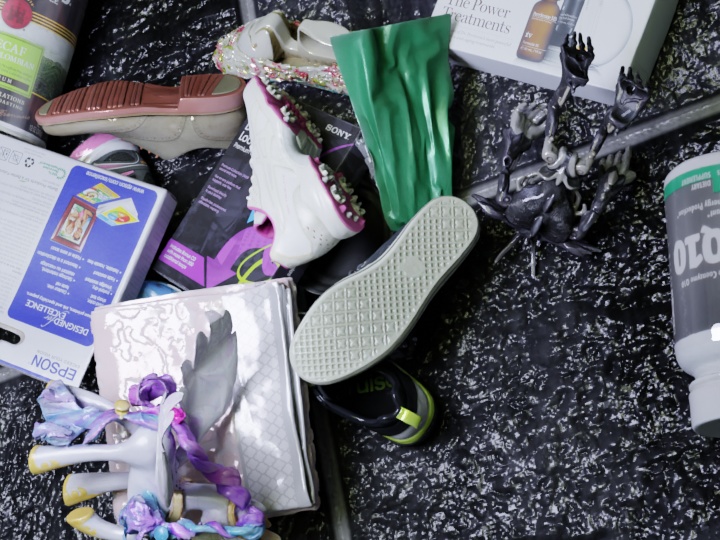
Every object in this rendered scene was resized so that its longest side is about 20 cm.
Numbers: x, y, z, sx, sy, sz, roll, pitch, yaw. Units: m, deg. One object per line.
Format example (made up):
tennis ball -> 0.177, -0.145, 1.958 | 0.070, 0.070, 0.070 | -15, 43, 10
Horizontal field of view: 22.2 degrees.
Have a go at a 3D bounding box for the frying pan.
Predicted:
frying pan -> 0.008, -0.016, 1.597 | 0.189, 0.031, 0.116 | 32, 91, 32

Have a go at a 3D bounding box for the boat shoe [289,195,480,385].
boat shoe -> 0.021, 0.020, 1.520 | 0.075, 0.062, 0.200 | 43, 78, 5

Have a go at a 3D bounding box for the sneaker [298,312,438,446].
sneaker -> -0.020, 0.082, 1.556 | 0.199, 0.083, 0.072 | 24, 87, 31

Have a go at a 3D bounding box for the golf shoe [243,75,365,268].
golf shoe -> -0.071, -0.085, 1.566 | 0.091, 0.075, 0.201 | -41, 47, 15

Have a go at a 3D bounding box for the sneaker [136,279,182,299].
sneaker -> -0.171, 0.095, 1.628 | 0.078, 0.090, 0.201 | -27, 65, 19

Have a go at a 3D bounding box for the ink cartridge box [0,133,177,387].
ink cartridge box -> -0.290, -0.007, 1.664 | 0.196, 0.047, 0.202 | 19, 79, 20

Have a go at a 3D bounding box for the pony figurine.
pony figurine -> -0.164, 0.143, 1.473 | 0.198, 0.167, 0.195 | 6, 123, 17

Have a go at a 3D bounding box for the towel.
towel -> -0.133, 0.116, 1.544 | 0.189, 0.032, 0.202 | -11, 82, 20

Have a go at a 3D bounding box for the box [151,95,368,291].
box -> -0.085, -0.056, 1.632 | 0.143, 0.036, 0.201 | 27, 82, 44

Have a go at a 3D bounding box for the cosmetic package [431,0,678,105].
cosmetic package -> 0.169, -0.235, 1.569 | 0.199, 0.052, 0.152 | 18, 82, 31

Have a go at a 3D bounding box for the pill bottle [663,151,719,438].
pill bottle -> 0.292, 0.019, 1.394 | 0.112, 0.113, 0.202 | -10, 71, 25

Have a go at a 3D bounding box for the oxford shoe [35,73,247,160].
oxford shoe -> -0.199, -0.132, 1.689 | 0.198, 0.074, 0.071 | -2, 30, 8

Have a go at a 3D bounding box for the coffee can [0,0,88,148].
coffee can -> -0.348, -0.227, 1.781 | 0.145, 0.146, 0.202 | 10, 81, 29

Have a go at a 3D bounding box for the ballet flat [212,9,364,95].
ballet flat -> -0.054, -0.205, 1.665 | 0.198, 0.064, 0.076 | 11, 57, 28

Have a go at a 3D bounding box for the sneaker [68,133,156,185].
sneaker -> -0.272, -0.039, 1.727 | 0.200, 0.080, 0.086 | -47, 62, 9

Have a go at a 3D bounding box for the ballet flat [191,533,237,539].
ballet flat -> -0.107, 0.174, 1.576 | 0.062, 0.067, 0.202 | -17, 68, 56

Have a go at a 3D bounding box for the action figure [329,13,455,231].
action figure -> 0.038, -0.109, 1.567 | 0.055, 0.117, 0.202 | -173, 72, -67

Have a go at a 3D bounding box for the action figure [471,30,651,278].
action figure -> 0.169, -0.090, 1.498 | 0.118, 0.102, 0.201 | 27, 131, 5
